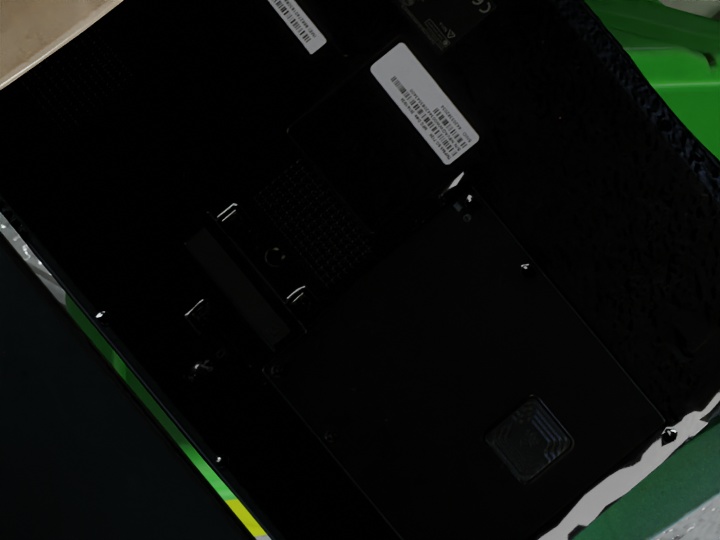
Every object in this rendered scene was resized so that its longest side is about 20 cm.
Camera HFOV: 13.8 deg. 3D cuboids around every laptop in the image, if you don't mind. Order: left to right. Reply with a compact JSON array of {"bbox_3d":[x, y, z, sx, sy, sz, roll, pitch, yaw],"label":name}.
[{"bbox_3d":[-0.029,0.005,0.685,0.200,0.177,0.103,-40,-178,0],"label":"laptop"}]

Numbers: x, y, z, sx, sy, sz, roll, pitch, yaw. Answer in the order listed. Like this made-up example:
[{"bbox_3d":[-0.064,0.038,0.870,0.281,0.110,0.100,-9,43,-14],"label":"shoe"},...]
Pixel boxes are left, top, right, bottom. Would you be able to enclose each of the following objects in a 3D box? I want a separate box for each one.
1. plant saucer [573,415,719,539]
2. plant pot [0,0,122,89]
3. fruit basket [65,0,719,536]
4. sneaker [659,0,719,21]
[{"bbox_3d":[0.107,0.047,0.872,0.200,0.019,0.070,-25,180,-45],"label":"plant saucer"},{"bbox_3d":[-0.064,-0.116,0.569,0.201,0.201,0.093,-36,107,9],"label":"plant pot"},{"bbox_3d":[0.000,0.000,0.815,0.215,0.156,0.216,-3,-178,0],"label":"fruit basket"},{"bbox_3d":[0.104,-0.001,0.907,0.067,0.090,0.200,-13,145,-27],"label":"sneaker"}]
